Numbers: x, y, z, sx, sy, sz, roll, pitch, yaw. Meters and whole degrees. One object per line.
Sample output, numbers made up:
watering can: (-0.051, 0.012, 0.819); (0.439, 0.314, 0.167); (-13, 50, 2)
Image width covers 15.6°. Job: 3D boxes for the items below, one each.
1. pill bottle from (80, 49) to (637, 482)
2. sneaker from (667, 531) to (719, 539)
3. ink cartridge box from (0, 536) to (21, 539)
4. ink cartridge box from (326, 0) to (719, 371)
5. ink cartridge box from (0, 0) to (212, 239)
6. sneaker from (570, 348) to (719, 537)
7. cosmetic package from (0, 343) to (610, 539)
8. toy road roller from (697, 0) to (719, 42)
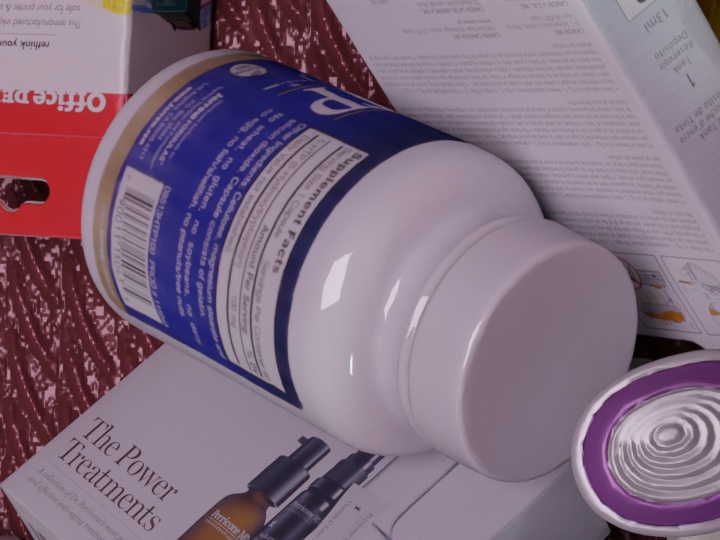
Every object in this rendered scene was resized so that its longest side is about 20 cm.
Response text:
pill bottle: (0.000, 0.000, 0.970); (0.200, 0.120, 0.120); (27, 103, 42)
sneaker: (0.185, 0.052, 0.959); (0.200, 0.081, 0.075); (-39, 73, 25)
ink cartridge box: (-0.235, 0.210, 1.151); (0.200, 0.146, 0.083); (-47, 63, 20)
ink cartridge box: (0.088, -0.043, 0.962); (0.200, 0.050, 0.162); (54, 157, -23)
ink cartridge box: (-0.129, -0.114, 1.142); (0.116, 0.067, 0.200); (5, 92, 30)
sneaker: (0.169, 0.044, 0.882); (0.200, 0.100, 0.075); (-8, 84, 4)
cosmetic package: (-0.026, 0.092, 1.017); (0.151, 0.052, 0.200); (-40, 43, -17)
toy road roller: (0.100, -0.146, 0.988); (0.200, 0.123, 0.146); (21, 111, 27)
